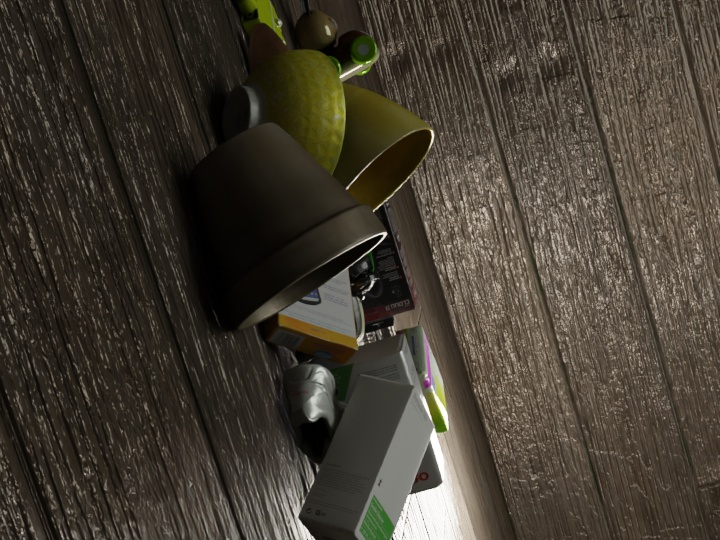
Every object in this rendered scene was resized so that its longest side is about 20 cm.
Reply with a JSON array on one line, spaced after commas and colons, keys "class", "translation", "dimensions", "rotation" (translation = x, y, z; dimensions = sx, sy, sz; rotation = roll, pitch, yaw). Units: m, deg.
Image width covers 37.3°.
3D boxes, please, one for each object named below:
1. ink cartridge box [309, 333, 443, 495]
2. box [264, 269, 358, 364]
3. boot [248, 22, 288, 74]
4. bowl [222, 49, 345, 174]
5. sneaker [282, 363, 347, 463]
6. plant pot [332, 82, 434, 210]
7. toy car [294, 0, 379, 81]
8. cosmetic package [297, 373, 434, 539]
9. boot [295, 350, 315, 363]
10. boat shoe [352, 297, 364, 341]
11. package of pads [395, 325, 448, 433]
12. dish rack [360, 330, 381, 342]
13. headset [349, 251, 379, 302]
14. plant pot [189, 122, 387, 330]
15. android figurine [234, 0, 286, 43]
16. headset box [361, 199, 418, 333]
[{"class": "ink cartridge box", "translation": [0.021, 0.209, 1.480], "dimensions": [0.084, 0.143, 0.203], "rotation": [-67, 140, -75]}, {"class": "box", "translation": [-0.070, 0.019, 1.393], "dimensions": [0.118, 0.042, 0.202], "rotation": [20, 40, -27]}, {"class": "boot", "translation": [-0.126, -0.286, 1.712], "dimensions": [0.146, 0.069, 0.203], "rotation": [-55, 130, -86]}, {"class": "bowl", "translation": [-0.115, -0.194, 1.391], "dimensions": [0.107, 0.200, 0.203], "rotation": [3, 64, -35]}, {"class": "sneaker", "translation": [-0.046, 0.209, 1.354], "dimensions": [0.201, 0.077, 0.100], "rotation": [54, 29, -44]}, {"class": "plant pot", "translation": [-0.017, -0.174, 1.478], "dimensions": [0.142, 0.200, 0.200], "rotation": [48, 4, 13]}, {"class": "toy car", "translation": [-0.068, -0.477, 2.145], "dimensions": [0.202, 0.156, 0.164], "rotation": [61, -2, -4]}, {"class": "cosmetic package", "translation": [0.010, 0.243, 1.305], "dimensions": [0.202, 0.084, 0.108], "rotation": [-65, 148, -28]}, {"class": "boot", "translation": [-0.073, 0.053, 1.481], "dimensions": [0.200, 0.069, 0.133], "rotation": [40, 28, -86]}, {"class": "boat shoe", "translation": [-0.051, 0.020, 1.624], "dimensions": [0.066, 0.071, 0.204], "rotation": [-20, 93, -71]}, {"class": "package of pads", "translation": [0.133, 0.238, 2.333], "dimensions": [0.156, 0.067, 0.201], "rotation": [-92, 164, -51]}, {"class": "dish rack", "translation": [-0.004, 0.059, 1.874], "dimensions": [0.201, 0.054, 0.155], "rotation": [64, 15, -54]}, {"class": "headset", "translation": [-0.012, -0.016, 1.549], "dimensions": [0.124, 0.093, 0.201], "rotation": [54, 25, -22]}, {"class": "plant pot", "translation": [-0.096, -0.060, 1.185], "dimensions": [0.175, 0.199, 0.200], "rotation": [59, 9, 4]}, {"class": "android figurine", "translation": [-0.163, -0.417, 1.765], "dimensions": [0.200, 0.041, 0.184], "rotation": [57, 19, -56]}, {"class": "headset box", "translation": [0.000, 0.000, 1.695], "dimensions": [0.075, 0.147, 0.203], "rotation": [-51, 123, -78]}]
